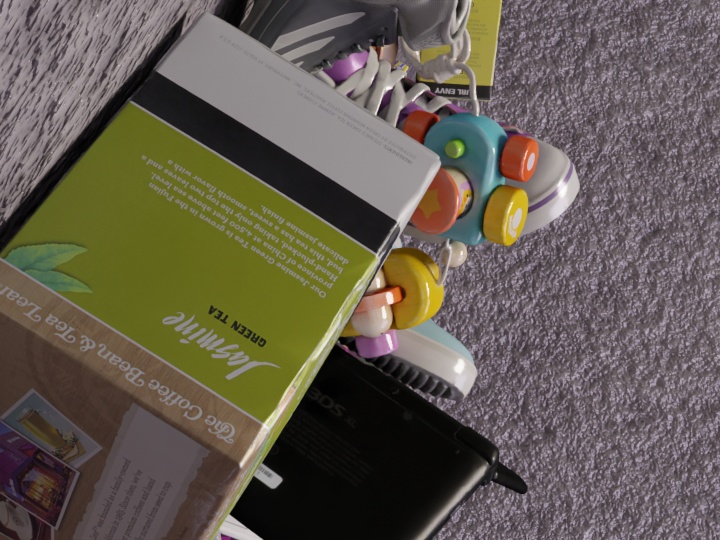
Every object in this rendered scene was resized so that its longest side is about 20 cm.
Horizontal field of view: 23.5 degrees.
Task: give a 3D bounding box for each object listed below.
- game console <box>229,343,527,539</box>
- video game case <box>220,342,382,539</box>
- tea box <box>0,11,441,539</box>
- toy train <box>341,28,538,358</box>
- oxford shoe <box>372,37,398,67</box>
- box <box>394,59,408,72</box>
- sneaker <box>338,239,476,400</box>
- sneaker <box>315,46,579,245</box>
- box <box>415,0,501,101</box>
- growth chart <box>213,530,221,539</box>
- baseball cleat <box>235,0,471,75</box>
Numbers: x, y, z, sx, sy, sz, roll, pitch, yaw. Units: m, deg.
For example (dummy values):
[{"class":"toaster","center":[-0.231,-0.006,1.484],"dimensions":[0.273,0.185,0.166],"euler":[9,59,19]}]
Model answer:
[{"class":"game console","center":[-0.025,0.095,0.969],"dimensions":[0.176,0.200,0.116],"euler":[-44,156,-32]},{"class":"video game case","center":[-0.053,0.099,1.074],"dimensions":[0.036,0.200,0.182],"euler":[-24,-126,33]},{"class":"tea box","center":[-0.087,0.030,0.796],"dimensions":[0.197,0.134,0.200],"euler":[-56,177,-36]},{"class":"toy train","center":[-0.006,-0.036,0.901],"dimensions":[0.200,0.150,0.056],"euler":[-39,173,31]},{"class":"oxford shoe","center":[-0.056,-0.087,1.077],"dimensions":[0.071,0.071,0.200],"euler":[-11,142,-46]},{"class":"box","center":[-0.046,-0.068,1.204],"dimensions":[0.200,0.070,0.064],"euler":[-59,176,-6]},{"class":"sneaker","center":[0.000,0.000,1.006],"dimensions":[0.082,0.200,0.074],"euler":[-55,147,-5]},{"class":"sneaker","center":[0.018,-0.081,0.942],"dimensions":[0.073,0.200,0.114],"euler":[-56,141,-31]},{"class":"box","center":[0.063,-0.203,1.018],"dimensions":[0.075,0.050,0.200],"euler":[-85,178,-53]},{"class":"growth chart","center":[-0.147,0.185,0.965],"dimensions":[0.200,0.145,0.018],"euler":[-14,180,34]},{"class":"baseball cleat","center":[-0.009,-0.119,0.857],"dimensions":[0.200,0.106,0.070],"euler":[-58,-176,49]}]
